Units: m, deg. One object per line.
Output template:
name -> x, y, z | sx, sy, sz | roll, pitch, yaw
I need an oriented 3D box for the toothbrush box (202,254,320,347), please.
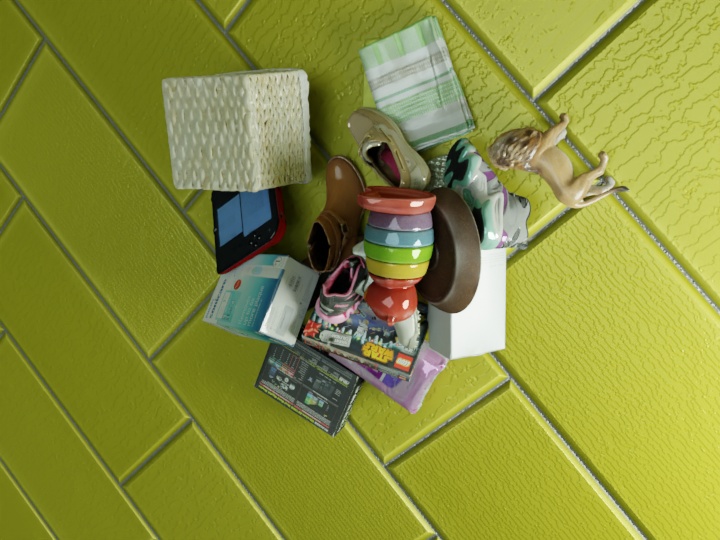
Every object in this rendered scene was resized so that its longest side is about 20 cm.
toothbrush box -> -0.186, 0.050, 1.228 | 0.200, 0.085, 0.147 | 4, 69, 49

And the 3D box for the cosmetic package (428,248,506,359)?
cosmetic package -> 0.176, 0.038, 1.104 | 0.081, 0.113, 0.200 | -153, 60, -63

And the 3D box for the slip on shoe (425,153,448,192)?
slip on shoe -> 0.110, -0.133, 1.136 | 0.200, 0.061, 0.074 | -36, 79, 14

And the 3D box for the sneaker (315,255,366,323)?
sneaker -> 0.000, 0.000, 1.132 | 0.079, 0.200, 0.095 | 33, 155, 22

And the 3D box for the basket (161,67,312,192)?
basket -> -0.206, -0.239, 1.124 | 0.198, 0.161, 0.200 | 6, 106, 27

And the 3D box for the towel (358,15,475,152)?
towel -> 0.090, -0.302, 1.108 | 0.149, 0.031, 0.200 | -19, 95, 20

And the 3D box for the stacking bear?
stacking bear -> 0.052, -0.018, 1.004 | 0.114, 0.121, 0.200 | 6, 106, 8

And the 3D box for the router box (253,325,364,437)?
router box -> -0.097, 0.210, 1.308 | 0.200, 0.062, 0.150 | 30, 113, 16

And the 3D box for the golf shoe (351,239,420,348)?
golf shoe -> 0.039, 0.039, 1.094 | 0.097, 0.078, 0.200 | -15, 96, -10

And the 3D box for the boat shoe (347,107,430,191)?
boat shoe -> 0.033, -0.202, 1.099 | 0.200, 0.069, 0.074 | 49, 134, 28

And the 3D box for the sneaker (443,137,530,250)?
sneaker -> 0.216, -0.117, 1.064 | 0.078, 0.140, 0.200 | -41, 51, 52

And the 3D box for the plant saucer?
plant saucer -> 0.119, -0.030, 1.037 | 0.200, 0.034, 0.201 | 174, 90, -67

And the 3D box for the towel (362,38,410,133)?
towel -> 0.046, -0.298, 1.150 | 0.086, 0.018, 0.200 | 6, 104, 18

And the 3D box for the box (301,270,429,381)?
box -> 0.015, 0.095, 1.160 | 0.200, 0.040, 0.137 | 19, 65, 8

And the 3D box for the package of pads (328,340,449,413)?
package of pads -> 0.053, 0.156, 1.220 | 0.200, 0.076, 0.121 | 34, 111, 14

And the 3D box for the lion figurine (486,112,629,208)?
lion figurine -> 0.299, -0.155, 1.013 | 0.122, 0.072, 0.200 | -42, 75, -6

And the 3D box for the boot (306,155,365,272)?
boot -> -0.052, -0.098, 1.162 | 0.077, 0.155, 0.200 | 3, 104, 24

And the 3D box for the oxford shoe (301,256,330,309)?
oxford shoe -> -0.109, 0.025, 1.281 | 0.200, 0.071, 0.071 | -42, 53, 29

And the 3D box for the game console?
game console -> -0.218, -0.110, 1.253 | 0.177, 0.031, 0.200 | -27, 57, 26
